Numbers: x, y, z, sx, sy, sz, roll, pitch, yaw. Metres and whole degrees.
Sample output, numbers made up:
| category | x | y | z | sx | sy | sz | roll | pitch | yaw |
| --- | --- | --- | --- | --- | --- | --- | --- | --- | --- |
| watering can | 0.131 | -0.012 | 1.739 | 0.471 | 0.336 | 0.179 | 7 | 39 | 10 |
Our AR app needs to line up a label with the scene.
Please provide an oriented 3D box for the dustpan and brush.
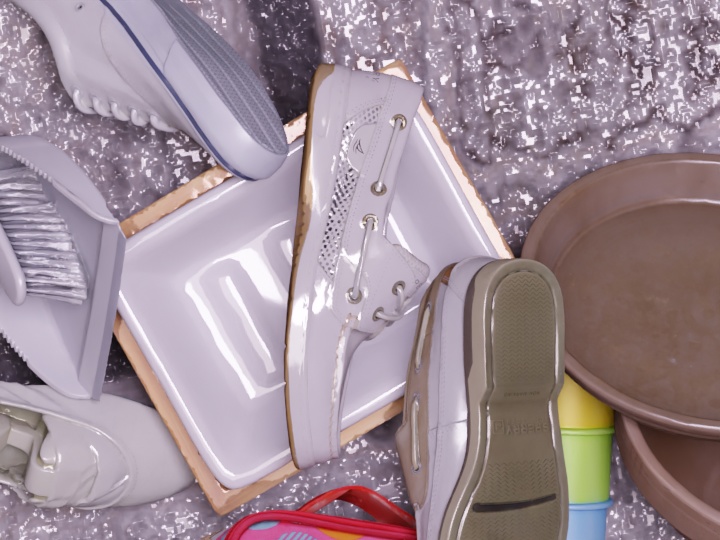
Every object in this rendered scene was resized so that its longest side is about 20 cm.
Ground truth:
| category | x | y | z | sx | sy | sz | roll | pitch | yaw |
| --- | --- | --- | --- | --- | --- | --- | --- | --- | --- |
| dustpan and brush | -0.194 | -0.037 | 1.441 | 0.057 | 0.140 | 0.200 | -16 | 54 | -26 |

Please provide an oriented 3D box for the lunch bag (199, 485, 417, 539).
| category | x | y | z | sx | sy | sz | roll | pitch | yaw |
| --- | --- | --- | --- | --- | --- | --- | --- | --- | --- |
| lunch bag | 0.004 | 0.195 | 1.407 | 0.199 | 0.082 | 0.177 | 11 | 66 | -27 |

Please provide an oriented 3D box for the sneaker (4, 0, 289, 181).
| category | x | y | z | sx | sy | sz | roll | pitch | yaw |
| --- | --- | --- | --- | --- | --- | --- | --- | --- | --- |
| sneaker | -0.112 | -0.103 | 1.438 | 0.071 | 0.073 | 0.200 | -50 | 58 | 15 |

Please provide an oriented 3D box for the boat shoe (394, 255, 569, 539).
| category | x | y | z | sx | sy | sz | roll | pitch | yaw |
| --- | --- | --- | --- | --- | --- | --- | --- | --- | --- |
| boat shoe | 0.058 | 0.094 | 1.389 | 0.074 | 0.068 | 0.202 | 9 | 86 | -34 |

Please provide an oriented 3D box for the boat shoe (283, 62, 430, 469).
| category | x | y | z | sx | sy | sz | roll | pitch | yaw |
| --- | --- | --- | --- | --- | --- | --- | --- | --- | --- |
| boat shoe | 0.000 | 0.000 | 1.383 | 0.069 | 0.071 | 0.202 | 6 | 89 | -1 |

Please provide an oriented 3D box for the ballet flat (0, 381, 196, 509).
| category | x | y | z | sx | sy | sz | roll | pitch | yaw |
| --- | --- | --- | --- | --- | --- | --- | --- | --- | --- |
| ballet flat | -0.182 | 0.091 | 1.458 | 0.199 | 0.069 | 0.070 | 16 | 91 | -2 |

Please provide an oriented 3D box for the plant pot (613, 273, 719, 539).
| category | x | y | z | sx | sy | sz | roll | pitch | yaw |
| --- | --- | --- | --- | --- | --- | --- | --- | --- | --- |
| plant pot | 0.226 | 0.099 | 1.443 | 0.199 | 0.202 | 0.093 | 2 | 133 | -2 |

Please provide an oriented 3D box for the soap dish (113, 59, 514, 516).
| category | x | y | z | sx | sy | sz | roll | pitch | yaw |
| --- | --- | --- | --- | --- | --- | --- | --- | --- | --- |
| soap dish | -0.026 | 0.009 | 1.458 | 0.199 | 0.081 | 0.158 | -30 | 92 | -1 |

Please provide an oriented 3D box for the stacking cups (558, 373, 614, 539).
| category | x | y | z | sx | sy | sz | roll | pitch | yaw |
| --- | --- | --- | --- | --- | --- | --- | --- | --- | --- |
| stacking cups | 0.111 | 0.140 | 1.480 | 0.060 | 0.061 | 0.202 | -1 | 94 | -2 |

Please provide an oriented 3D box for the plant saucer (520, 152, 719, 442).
| category | x | y | z | sx | sy | sz | roll | pitch | yaw |
| --- | --- | --- | --- | --- | --- | --- | --- | --- | --- |
| plant saucer | 0.179 | 0.016 | 1.436 | 0.199 | 0.201 | 0.030 | 4 | 135 | -2 |
